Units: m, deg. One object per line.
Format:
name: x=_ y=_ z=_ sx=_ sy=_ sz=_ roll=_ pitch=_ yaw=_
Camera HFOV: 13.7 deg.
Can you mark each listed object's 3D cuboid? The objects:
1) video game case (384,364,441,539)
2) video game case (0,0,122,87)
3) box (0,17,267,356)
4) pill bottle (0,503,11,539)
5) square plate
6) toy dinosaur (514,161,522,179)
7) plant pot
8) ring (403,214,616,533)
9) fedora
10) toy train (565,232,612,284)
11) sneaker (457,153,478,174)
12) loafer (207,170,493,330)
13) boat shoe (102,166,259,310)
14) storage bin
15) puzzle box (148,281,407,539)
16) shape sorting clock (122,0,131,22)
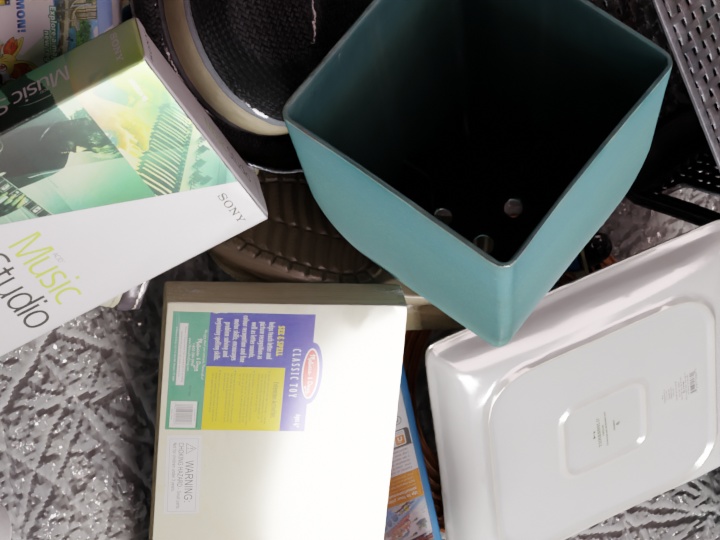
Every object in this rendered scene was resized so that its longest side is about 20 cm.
video game case: x=-0.027 y=0.141 z=1.736 sx=0.143 sy=0.018 sz=0.201 roll=-20 pitch=112 yaw=-18
video game case: x=-0.208 y=-0.151 z=1.519 sx=0.182 sy=0.022 sz=0.201 roll=-7 pitch=100 yaw=-26
box: x=-0.165 y=-0.032 z=1.521 sx=0.200 sy=0.036 sz=0.144 roll=-28 pitch=139 yaw=9
pill bottle: x=-0.278 y=0.107 z=1.529 sx=0.200 sy=0.112 sz=0.112 roll=38 pitch=82 yaw=-33
square plate: x=0.136 y=0.083 z=1.740 sx=0.198 sy=0.028 sz=0.200 roll=-23 pitch=135 yaw=-16
toy dinosaur: x=0.104 y=-0.107 z=1.676 sx=0.058 sy=0.200 sz=0.101 roll=-11 pitch=74 yaw=-3
plant pot: x=0.061 y=-0.052 z=1.558 sx=0.141 sy=0.141 sz=0.200 roll=-50 pitch=164 yaw=-16
ring: x=0.090 y=0.066 z=1.797 sx=0.200 sy=0.019 sz=0.201 roll=-8 pitch=105 yaw=-30
fedora: x=-0.028 y=-0.155 z=1.568 sx=0.200 sy=0.091 sz=0.201 roll=9 pitch=75 yaw=-37
toy train: x=0.135 y=0.031 z=1.787 sx=0.046 sy=0.034 sz=0.201 roll=-20 pitch=114 yaw=-12
sneaker: x=0.065 y=-0.136 z=1.691 sx=0.072 sy=0.083 sz=0.201 roll=-12 pitch=108 yaw=-29
loafer: x=0.000 y=0.000 z=1.685 sx=0.199 sy=0.067 sz=0.076 roll=15 pitch=55 yaw=-14
boat shoe: x=-0.084 y=-0.066 z=1.621 sx=0.065 sy=0.072 sz=0.201 roll=24 pitch=84 yaw=-13
storage bin: x=0.186 y=-0.134 z=1.732 sx=0.094 sy=0.135 sz=0.200 roll=-36 pitch=118 yaw=-19
puzzle box: x=-0.048 y=0.098 z=1.658 sx=0.133 sy=0.025 sz=0.201 roll=2 pitch=119 yaw=-8
shape sorting clock: x=-0.189 y=-0.114 z=1.569 sx=0.199 sy=0.039 sz=0.201 roll=-9 pitch=107 yaw=-29
